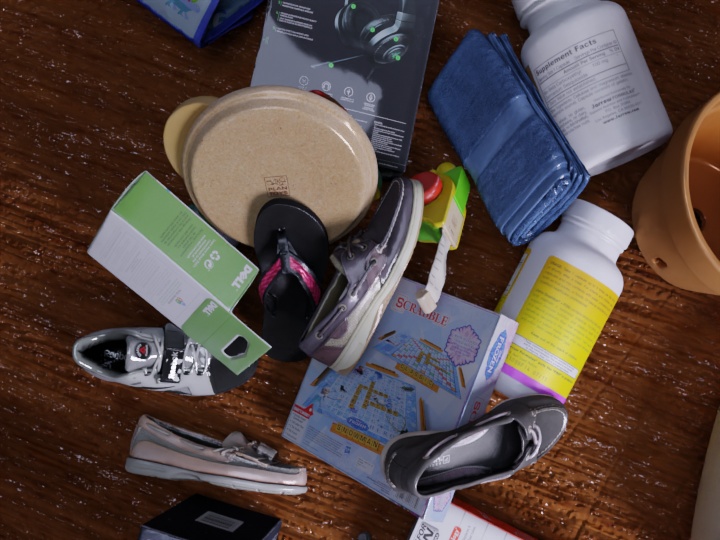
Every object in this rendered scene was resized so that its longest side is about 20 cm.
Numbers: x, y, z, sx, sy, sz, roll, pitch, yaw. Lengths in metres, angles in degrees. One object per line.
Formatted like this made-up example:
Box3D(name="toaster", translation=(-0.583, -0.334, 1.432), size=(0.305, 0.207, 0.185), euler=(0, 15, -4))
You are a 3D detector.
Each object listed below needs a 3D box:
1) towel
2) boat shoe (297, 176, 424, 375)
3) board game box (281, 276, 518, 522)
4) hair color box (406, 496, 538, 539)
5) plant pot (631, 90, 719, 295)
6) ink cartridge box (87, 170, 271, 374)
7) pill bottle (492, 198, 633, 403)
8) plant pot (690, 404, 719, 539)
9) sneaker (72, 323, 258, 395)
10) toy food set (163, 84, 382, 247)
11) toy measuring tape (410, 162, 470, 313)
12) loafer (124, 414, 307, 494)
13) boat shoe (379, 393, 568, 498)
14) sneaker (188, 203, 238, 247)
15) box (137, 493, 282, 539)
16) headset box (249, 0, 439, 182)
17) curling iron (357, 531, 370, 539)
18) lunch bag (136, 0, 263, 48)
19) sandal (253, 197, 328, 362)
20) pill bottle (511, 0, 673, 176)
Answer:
Box3D(name="towel", translation=(0.143, -0.134, 0.973), size=(0.112, 0.048, 0.202), euler=(-49, 57, 39))
Box3D(name="boat shoe", translation=(0.000, 0.000, 0.939), size=(0.064, 0.072, 0.203), euler=(21, 99, -18))
Box3D(name="board game box", translation=(0.034, 0.111, 0.963), size=(0.198, 0.041, 0.203), euler=(22, 89, 39))
Box3D(name="hair color box", translation=(0.138, 0.307, 0.972), size=(0.197, 0.061, 0.103), euler=(26, 89, 7))
Box3D(name="plant pot", translation=(0.351, -0.061, 0.919), size=(0.195, 0.140, 0.205), euler=(2, 81, -15))
Box3D(name="ink cartridge box", translation=(-0.167, 0.007, 0.962), size=(0.199, 0.104, 0.060), euler=(41, 55, -8))
Box3D(name="pill bottle", translation=(0.193, 0.035, 0.966), size=(0.103, 0.104, 0.203), euler=(28, 89, 8))
Box3D(name="plant pot", translation=(0.395, 0.205, 0.905), size=(0.183, 0.188, 0.204), euler=(3, 72, 7))
Box3D(name="sneaker", translation=(-0.206, 0.094, 1.017), size=(0.195, 0.089, 0.076), euler=(-1, 84, 5))
Box3D(name="toy food set", translation=(-0.079, -0.094, 0.938), size=(0.196, 0.200, 0.049), euler=(-16, 40, 16))
Box3D(name="toy measuring tape", translation=(0.062, -0.036, 0.975), size=(0.072, 0.074, 0.202), euler=(13, 50, 7))
Box3D(name="loafer", translation=(-0.149, 0.191, 1.013), size=(0.195, 0.072, 0.064), euler=(5, 79, 10))
Box3D(name="boat shoe", translation=(0.113, 0.162, 0.867), size=(0.196, 0.057, 0.068), euler=(-11, 107, -24))
Box3D(name="sneaker", translation=(-0.150, -0.036, 1.039), size=(0.197, 0.075, 0.089), euler=(-22, 102, 11))
Box3D(name="box", translation=(-0.161, 0.331, 0.934), size=(0.102, 0.200, 0.186), euler=(14, 86, 6))
Box3D(name="headset box", translation=(-0.022, -0.212, 0.999), size=(0.170, 0.093, 0.205), euler=(11, 87, -7))
Box3D(name="curling iron", translation=(0.034, 0.369, 0.999), size=(0.049, 0.026, 0.204), euler=(-17, 78, -17))
Box3D(name="lunch bag", translation=(-0.168, -0.353, 1.025), size=(0.169, 0.128, 0.201), euler=(36, 78, 11))
Box3D(name="sandal", translation=(-0.070, 0.021, 0.970), size=(0.073, 0.045, 0.203), euler=(3, 125, 1))
Box3D(name="pill bottle", translation=(0.224, -0.205, 0.976), size=(0.112, 0.114, 0.204), euler=(-21, 84, 4))
